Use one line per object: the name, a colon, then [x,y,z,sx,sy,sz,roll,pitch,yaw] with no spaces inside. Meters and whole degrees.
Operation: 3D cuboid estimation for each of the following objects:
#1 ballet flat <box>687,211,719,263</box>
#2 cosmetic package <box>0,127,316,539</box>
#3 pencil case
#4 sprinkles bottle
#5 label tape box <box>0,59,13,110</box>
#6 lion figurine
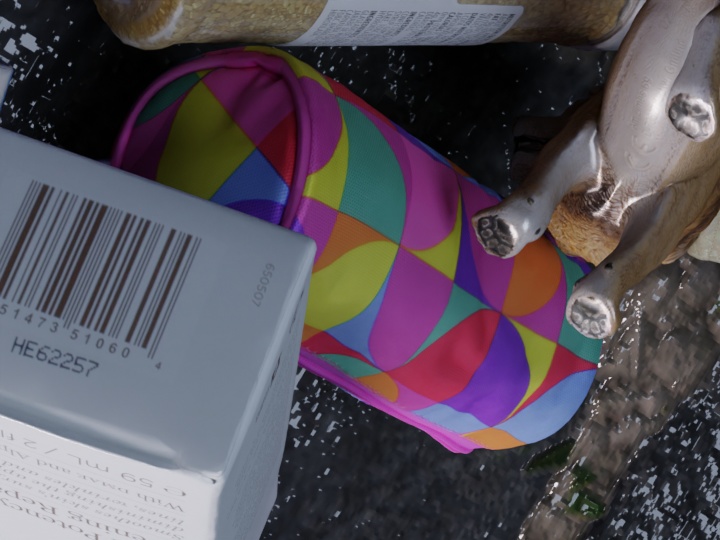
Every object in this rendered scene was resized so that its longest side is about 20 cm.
ballet flat: [0.126,-0.068,0.849,0.201,0.062,0.068,76,30,-44]
cosmetic package: [-0.074,0.044,0.661,0.200,0.101,0.074,100,11,-65]
pencil case: [0.000,0.000,0.763,0.200,0.088,0.089,26,95,-53]
sprinkles bottle: [0.015,-0.101,0.753,0.199,0.068,0.069,-4,114,-37]
label tape box: [-0.203,-0.011,0.628,0.199,0.066,0.144,9,106,-42]
lion figurine: [0.092,-0.062,0.724,0.123,0.072,0.200,-47,171,-42]
